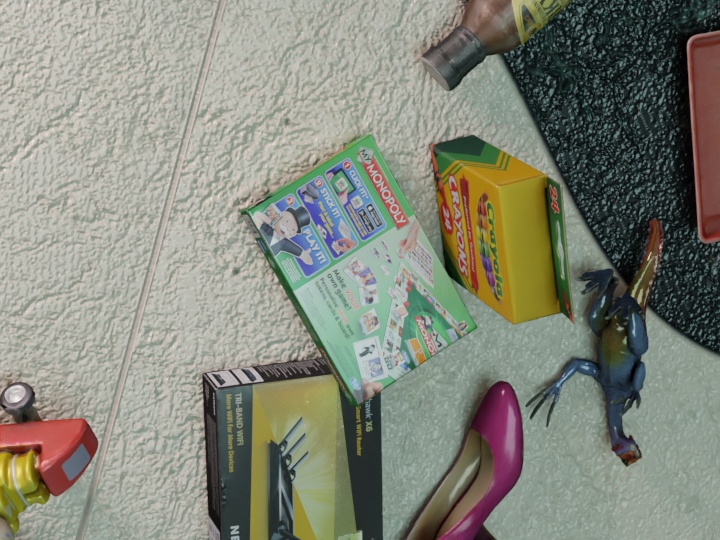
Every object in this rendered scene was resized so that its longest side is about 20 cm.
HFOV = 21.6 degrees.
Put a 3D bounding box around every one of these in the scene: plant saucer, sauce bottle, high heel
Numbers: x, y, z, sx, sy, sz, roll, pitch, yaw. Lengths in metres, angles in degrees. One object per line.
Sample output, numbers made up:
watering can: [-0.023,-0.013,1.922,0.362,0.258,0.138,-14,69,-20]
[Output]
plant saucer: [0.398,-0.143,1.797,0.198,0.037,0.201,-12,108,-15]
sauce bottle: [0.139,-0.238,1.668,0.200,0.065,0.065,-42,113,-3]
high heel: [0.093,0.199,1.764,0.095,0.067,0.202,-1,109,-30]

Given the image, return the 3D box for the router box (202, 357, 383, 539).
router box: [-0.060,0.185,1.718,0.156,0.052,0.202,-7,107,-18]

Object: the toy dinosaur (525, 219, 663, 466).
toy dinosaur: [0.258,0.089,1.789,0.200,0.105,0.182,-39,134,-19]

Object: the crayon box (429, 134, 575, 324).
crayon box: [0.122,-0.035,1.641,0.050,0.200,0.128,-13,108,-15]

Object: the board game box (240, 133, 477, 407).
board game box: [0.000,0.000,1.671,0.134,0.029,0.201,-32,99,-16]

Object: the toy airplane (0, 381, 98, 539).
toy airplane: [-0.335,0.196,1.576,0.199,0.141,0.200,14,120,-35]
